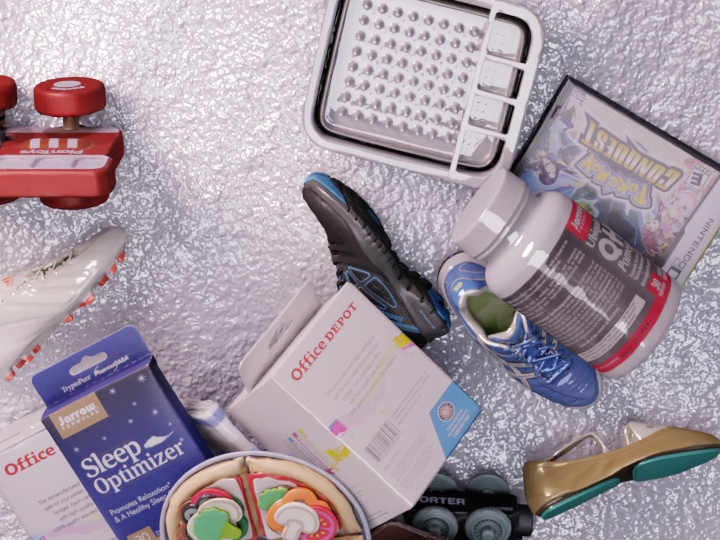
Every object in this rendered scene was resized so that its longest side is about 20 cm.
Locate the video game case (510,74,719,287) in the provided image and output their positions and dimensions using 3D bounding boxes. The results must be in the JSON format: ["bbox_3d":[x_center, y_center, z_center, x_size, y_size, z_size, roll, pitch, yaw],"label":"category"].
[{"bbox_3d":[0.231,-0.055,1.666,0.199,0.026,0.182,29,107,-8],"label":"video game case"}]

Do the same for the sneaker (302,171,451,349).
[{"bbox_3d":[0.000,0.000,1.665,0.082,0.073,0.201,-34,103,13],"label":"sneaker"}]

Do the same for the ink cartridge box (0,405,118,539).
[{"bbox_3d":[-0.251,0.219,1.738,0.144,0.084,0.201,-26,106,10],"label":"ink cartridge box"}]

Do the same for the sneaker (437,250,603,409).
[{"bbox_3d":[0.150,0.068,1.682,0.199,0.077,0.076,39,104,-12],"label":"sneaker"}]

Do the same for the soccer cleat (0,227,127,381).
[{"bbox_3d":[-0.302,0.021,1.685,0.200,0.069,0.078,-43,99,17],"label":"soccer cleat"}]

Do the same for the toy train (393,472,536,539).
[{"bbox_3d":[0.072,0.261,1.748,0.197,0.085,0.115,2,118,1],"label":"toy train"}]

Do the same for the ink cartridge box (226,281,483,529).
[{"bbox_3d":[-0.016,0.120,1.647,0.200,0.129,0.125,44,149,-4],"label":"ink cartridge box"}]

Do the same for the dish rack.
[{"bbox_3d":[0.056,-0.178,1.621,0.198,0.044,0.174,13,109,-3],"label":"dish rack"}]

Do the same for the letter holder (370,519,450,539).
[{"bbox_3d":[0.030,0.342,1.710,0.141,0.101,0.200,25,136,-15],"label":"letter holder"}]

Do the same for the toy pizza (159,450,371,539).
[{"bbox_3d":[-0.089,0.252,1.641,0.197,0.032,0.202,3,122,5],"label":"toy pizza"}]

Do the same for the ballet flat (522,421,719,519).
[{"bbox_3d":[0.249,0.179,1.720,0.198,0.069,0.064,-18,66,-6],"label":"ballet flat"}]

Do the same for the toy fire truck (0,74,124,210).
[{"bbox_3d":[-0.309,-0.102,1.589,0.197,0.168,0.114,1,108,1],"label":"toy fire truck"}]

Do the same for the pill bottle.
[{"bbox_3d":[0.183,-0.001,1.613,0.199,0.111,0.111,36,106,-10],"label":"pill bottle"}]

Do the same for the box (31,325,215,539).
[{"bbox_3d":[-0.211,0.161,1.653,0.120,0.032,0.201,-26,106,13],"label":"box"}]

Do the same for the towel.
[{"bbox_3d":[-0.091,0.192,1.702,0.200,0.147,0.024,43,76,-11],"label":"towel"}]
